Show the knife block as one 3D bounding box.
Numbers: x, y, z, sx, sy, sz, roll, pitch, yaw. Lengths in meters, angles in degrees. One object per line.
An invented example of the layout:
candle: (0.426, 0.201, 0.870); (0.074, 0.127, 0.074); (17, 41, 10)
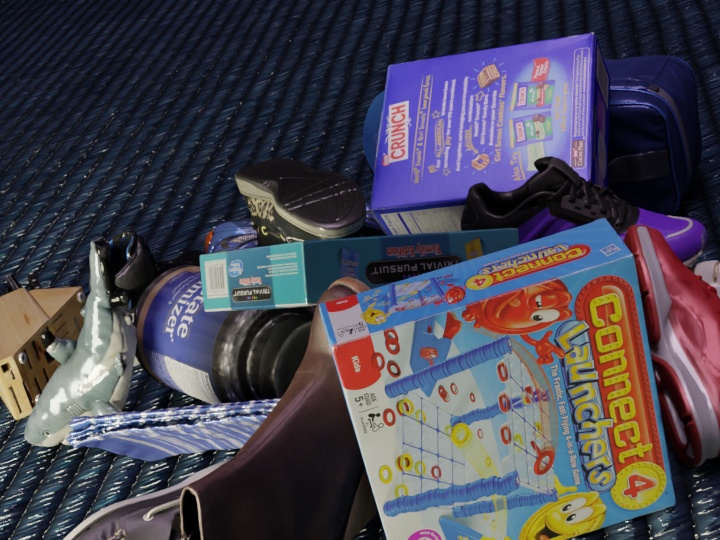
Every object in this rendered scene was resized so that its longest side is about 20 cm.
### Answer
knife block: (-0.359, 0.070, 1.423); (0.175, 0.064, 0.200); (-6, 26, 23)

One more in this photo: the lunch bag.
lunch bag: (0.224, -0.123, 1.397); (0.199, 0.137, 0.132); (-2, 27, 27)

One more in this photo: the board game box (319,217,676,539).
board game box: (0.093, 0.090, 0.936); (0.195, 0.201, 0.056); (-17, 27, -2)

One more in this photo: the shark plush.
shark plush: (-0.232, 0.073, 1.206); (0.083, 0.201, 0.091); (9, 41, -10)

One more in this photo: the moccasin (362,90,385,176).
moccasin: (0.046, -0.090, 1.414); (0.080, 0.068, 0.201); (-16, 54, 16)

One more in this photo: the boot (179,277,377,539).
boot: (-0.047, 0.117, 0.954); (0.072, 0.201, 0.166); (17, 25, 38)

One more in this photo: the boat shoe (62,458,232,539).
boat shoe: (-0.133, 0.195, 1.010); (0.199, 0.074, 0.060); (-21, 18, -33)

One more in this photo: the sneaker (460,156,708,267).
sneaker: (0.173, -0.042, 1.141); (0.199, 0.100, 0.070); (-2, 25, 17)

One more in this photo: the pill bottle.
pill bottle: (-0.099, 0.064, 1.218); (0.112, 0.112, 0.199); (-32, 28, -32)

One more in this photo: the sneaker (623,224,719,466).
sneaker: (0.263, 0.048, 1.047); (0.115, 0.079, 0.201); (-6, 57, -6)

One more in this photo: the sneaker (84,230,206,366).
sneaker: (-0.202, 0.000, 1.421); (0.073, 0.112, 0.200); (-4, 26, 21)

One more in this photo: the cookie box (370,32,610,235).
cookie box: (0.120, -0.116, 1.297); (0.199, 0.075, 0.172); (-5, 57, 20)

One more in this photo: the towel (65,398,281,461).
towel: (-0.109, 0.127, 1.108); (0.199, 0.024, 0.145); (-7, -16, 19)

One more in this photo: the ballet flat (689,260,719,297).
ballet flat: (0.297, 0.012, 1.139); (0.069, 0.072, 0.200); (-1, 28, 41)

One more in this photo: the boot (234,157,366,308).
boot: (-0.042, -0.010, 1.294); (0.073, 0.155, 0.203); (-20, 24, -22)

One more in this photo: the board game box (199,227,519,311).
board game box: (0.000, 0.000, 1.105); (0.199, 0.047, 0.151); (-4, 0, -35)

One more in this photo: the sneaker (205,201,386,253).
sneaker: (-0.062, -0.015, 1.438); (0.199, 0.076, 0.079); (-14, 39, 13)
